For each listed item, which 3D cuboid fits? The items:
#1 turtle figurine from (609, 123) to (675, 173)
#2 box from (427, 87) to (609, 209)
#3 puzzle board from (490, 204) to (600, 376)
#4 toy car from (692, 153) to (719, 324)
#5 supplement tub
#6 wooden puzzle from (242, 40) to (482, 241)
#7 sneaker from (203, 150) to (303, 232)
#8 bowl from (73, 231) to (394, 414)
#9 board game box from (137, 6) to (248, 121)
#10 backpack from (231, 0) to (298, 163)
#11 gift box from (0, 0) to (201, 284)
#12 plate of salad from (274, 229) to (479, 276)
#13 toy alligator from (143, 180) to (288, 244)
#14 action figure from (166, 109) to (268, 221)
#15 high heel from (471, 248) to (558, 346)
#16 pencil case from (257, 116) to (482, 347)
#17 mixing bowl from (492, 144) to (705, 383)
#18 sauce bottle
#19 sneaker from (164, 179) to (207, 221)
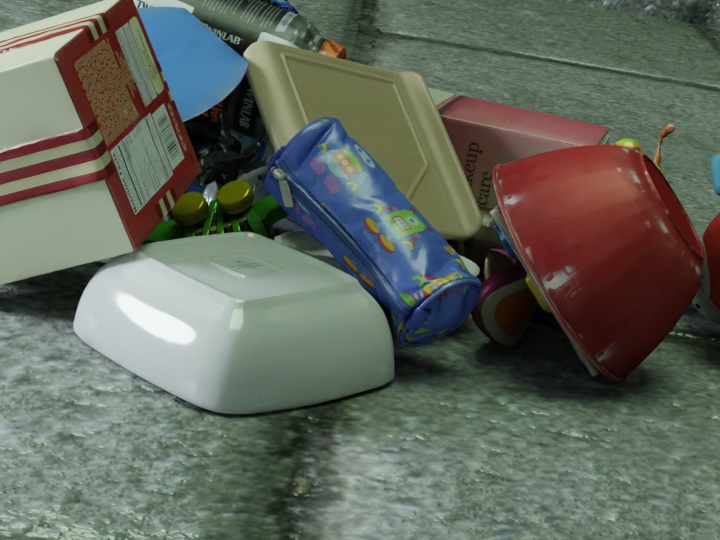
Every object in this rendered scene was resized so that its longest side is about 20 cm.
[{"bbox_3d":[0.225,-0.051,1.622,0.064,0.162,0.200,15,18,16],"label":"turtle figurine"},{"bbox_3d":[0.129,-0.090,1.751,0.199,0.128,0.109,13,18,12],"label":"box"},{"bbox_3d":[0.162,0.003,1.480,0.017,0.151,0.200,-31,1,17],"label":"puzzle board"},{"bbox_3d":[0.336,0.001,1.593,0.176,0.185,0.200,-2,-8,-32],"label":"toy car"},{"bbox_3d":[-0.122,-0.196,1.675,0.199,0.123,0.123,20,18,6],"label":"supplement tub"},{"bbox_3d":[0.000,-0.108,1.579,0.199,0.037,0.186,4,54,-40],"label":"wooden puzzle"},{"bbox_3d":[-0.046,-0.075,1.641,0.115,0.075,0.200,-6,11,33],"label":"sneaker"},{"bbox_3d":[-0.091,0.029,1.338,0.200,0.075,0.199,-9,25,-44],"label":"bowl"},{"bbox_3d":[-0.190,-0.160,1.557,0.158,0.039,0.200,-26,43,-21],"label":"board game box"},{"bbox_3d":[-0.120,-0.192,1.848,0.134,0.183,0.200,-2,23,-17],"label":"backpack"},{"bbox_3d":[-0.247,-0.094,1.391,0.186,0.185,0.200,-13,16,19],"label":"gift box"},{"bbox_3d":[0.000,0.000,1.515,0.199,0.048,0.200,4,13,-1],"label":"plate of salad"},{"bbox_3d":[-0.138,-0.023,1.466,0.199,0.059,0.054,-14,41,10],"label":"toy alligator"},{"bbox_3d":[-0.172,-0.082,1.558,0.199,0.102,0.119,-3,40,12],"label":"action figure"},{"bbox_3d":[0.111,0.010,1.505,0.096,0.068,0.200,29,18,22],"label":"high heel"},{"bbox_3d":[0.005,-0.031,1.394,0.087,0.078,0.200,-17,59,-47],"label":"pencil case"},{"bbox_3d":[0.202,-0.024,1.429,0.108,0.201,0.200,-31,9,16],"label":"mixing bowl"},{"bbox_3d":[0.089,-0.035,1.658,0.199,0.065,0.065,17,18,26],"label":"sauce bottle"},{"bbox_3d":[-0.185,-0.108,1.655,0.199,0.112,0.077,6,17,-15],"label":"sneaker"}]
